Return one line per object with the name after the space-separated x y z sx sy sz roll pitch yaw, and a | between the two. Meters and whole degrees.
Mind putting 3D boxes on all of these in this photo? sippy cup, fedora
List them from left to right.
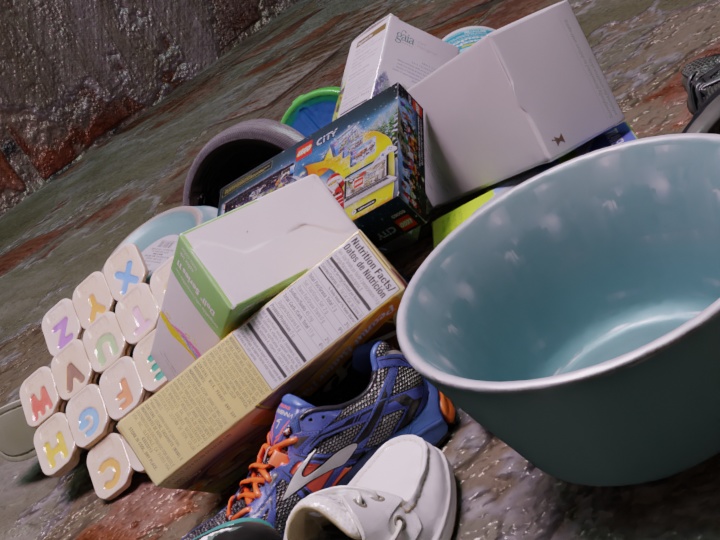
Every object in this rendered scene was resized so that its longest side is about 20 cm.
-0.088 -0.065 1.153 0.200 0.177 0.090 4 3 35 | fedora
-0.008 -0.145 1.233 0.140 0.178 0.130 -63 -8 26 | sippy cup

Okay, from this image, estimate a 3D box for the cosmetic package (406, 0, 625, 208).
0.110 -0.129 0.912 0.085 0.108 0.200 -28 5 -24 | cosmetic package

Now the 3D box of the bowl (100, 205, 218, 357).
-0.163 0.016 1.022 0.200 0.105 0.201 -26 32 17 | bowl

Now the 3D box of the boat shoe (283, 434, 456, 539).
-0.006 0.143 0.578 0.071 0.069 0.200 -20 21 32 | boat shoe

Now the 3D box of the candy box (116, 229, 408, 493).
-0.051 0.067 0.743 0.200 0.055 0.115 -39 -18 2 | candy box

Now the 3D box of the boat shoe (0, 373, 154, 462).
-0.239 0.122 0.992 0.199 0.075 0.066 -23 2 26 | boat shoe

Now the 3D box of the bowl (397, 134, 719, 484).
0.130 0.029 0.560 0.200 0.105 0.201 -25 26 13 | bowl

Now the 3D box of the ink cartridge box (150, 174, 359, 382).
-0.082 0.032 0.801 0.117 0.067 0.200 -27 -21 -32 | ink cartridge box

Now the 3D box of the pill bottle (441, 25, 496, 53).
0.121 -0.175 1.117 0.111 0.111 0.200 -27 19 12 | pill bottle

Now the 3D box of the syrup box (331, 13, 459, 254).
0.021 -0.124 1.028 0.081 0.079 0.201 -19 54 60 | syrup box

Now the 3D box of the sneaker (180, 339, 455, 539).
-0.038 0.116 0.682 0.200 0.079 0.075 -38 19 -20 | sneaker

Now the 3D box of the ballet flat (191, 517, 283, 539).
-0.116 0.213 0.595 0.200 0.068 0.068 -38 27 12 | ballet flat

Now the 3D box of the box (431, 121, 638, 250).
0.151 -0.044 0.842 0.200 0.048 0.122 -28 19 13 | box

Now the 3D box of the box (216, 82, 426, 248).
-0.037 -0.054 0.910 0.200 0.038 0.137 -27 39 28 | box

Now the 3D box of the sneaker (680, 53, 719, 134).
0.261 -0.104 0.787 0.199 0.076 0.114 -40 19 -32 | sneaker

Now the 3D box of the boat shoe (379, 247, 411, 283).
0.000 0.000 0.929 0.084 0.069 0.200 -37 20 -17 | boat shoe

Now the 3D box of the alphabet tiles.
-0.202 0.078 0.918 0.200 0.015 0.196 -38 56 15 | alphabet tiles
